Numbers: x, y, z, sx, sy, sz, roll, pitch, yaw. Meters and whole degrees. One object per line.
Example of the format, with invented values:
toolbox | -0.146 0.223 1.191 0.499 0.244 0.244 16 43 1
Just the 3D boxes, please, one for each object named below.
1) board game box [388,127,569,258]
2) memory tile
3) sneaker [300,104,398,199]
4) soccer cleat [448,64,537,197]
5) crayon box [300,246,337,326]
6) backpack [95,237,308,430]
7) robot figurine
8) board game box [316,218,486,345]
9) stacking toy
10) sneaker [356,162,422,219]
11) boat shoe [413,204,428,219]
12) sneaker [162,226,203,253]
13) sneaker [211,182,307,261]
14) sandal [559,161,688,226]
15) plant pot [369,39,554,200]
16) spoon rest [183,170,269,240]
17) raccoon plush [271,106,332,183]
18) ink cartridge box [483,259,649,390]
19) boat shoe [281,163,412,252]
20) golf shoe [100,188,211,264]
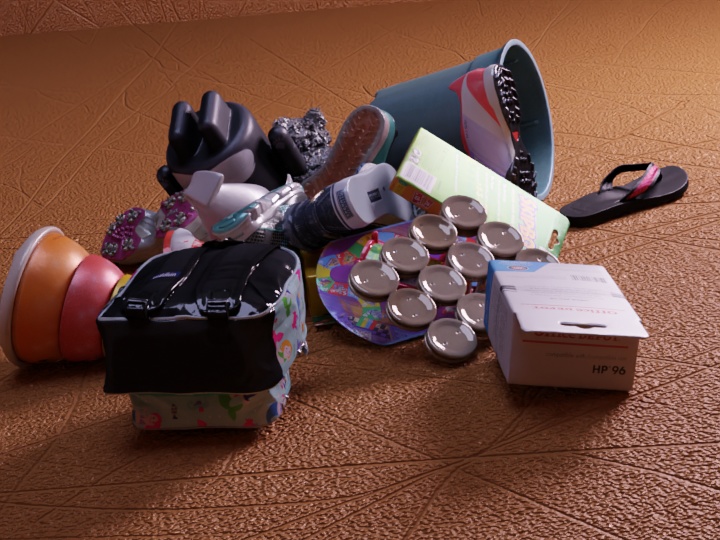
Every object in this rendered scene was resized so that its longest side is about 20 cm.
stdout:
board game box | 0.132 -0.072 1.698 0.198 0.030 0.096 29 44 -2
memory tile | 0.094 0.005 1.536 0.153 0.017 0.199 36 48 21
sneaker | -0.018 -0.102 1.873 0.071 0.201 0.080 40 9 25
soccer cleat | 0.156 -0.136 1.821 0.072 0.203 0.068 -11 0 31
crayon box | 0.000 0.000 1.688 0.125 0.051 0.200 -9 18 -4
backpack | -0.134 0.052 1.414 0.175 0.152 0.201 -2 25 9
robot figurine | -0.161 -0.126 1.909 0.149 0.201 0.125 19 63 43
board game box | 0.053 -0.007 1.584 0.198 0.039 0.159 -14 47 -19
stacking toy | -0.256 0.046 1.584 0.197 0.148 0.146 14 22 10
sneaker | 0.051 -0.081 1.837 0.084 0.078 0.199 16 11 26
boat shoe | 0.097 -0.076 1.758 0.061 0.075 0.201 27 36 -23
sneaker | -0.166 0.002 1.732 0.106 0.068 0.202 -7 21 0
sneaker | -0.096 -0.034 1.688 0.077 0.092 0.200 -27 5 22
sandal | 0.322 -0.101 1.870 0.198 0.046 0.075 -20 21 -33
plant pot | 0.124 -0.173 1.975 0.194 0.203 0.200 -9 15 25
spoon rest | -0.148 -0.067 1.779 0.060 0.100 0.200 23 -10 25
raccoon plush | -0.033 -0.136 1.968 0.096 0.136 0.199 -20 17 -41
ink cartridge box | 0.179 0.053 1.383 0.114 0.069 0.200 3 17 -4
boat shoe | -0.014 -0.068 1.698 0.090 0.072 0.200 -21 -4 22
golf shoe | -0.238 -0.037 1.902 0.199 0.076 0.091 -13 -35 43
